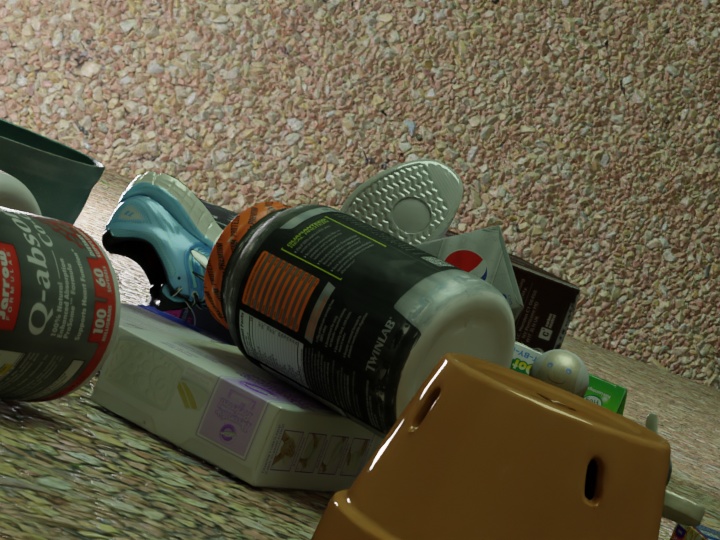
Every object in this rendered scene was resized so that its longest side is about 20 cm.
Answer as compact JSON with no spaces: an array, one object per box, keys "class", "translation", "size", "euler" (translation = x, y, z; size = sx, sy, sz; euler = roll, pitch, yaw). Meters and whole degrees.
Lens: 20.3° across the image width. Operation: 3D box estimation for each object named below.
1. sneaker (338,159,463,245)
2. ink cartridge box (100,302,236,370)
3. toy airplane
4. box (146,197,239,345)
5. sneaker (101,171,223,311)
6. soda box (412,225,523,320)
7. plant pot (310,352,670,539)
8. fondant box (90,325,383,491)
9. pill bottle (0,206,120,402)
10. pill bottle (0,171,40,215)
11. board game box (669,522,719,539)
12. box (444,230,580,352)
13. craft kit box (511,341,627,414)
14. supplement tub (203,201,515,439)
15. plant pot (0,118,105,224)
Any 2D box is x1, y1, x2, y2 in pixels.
[{"class":"sneaker","translation":[-0.001,0.000,1.573],"size":[0.074,0.200,0.118],"euler":[42,-12,10]},{"class":"ink cartridge box","translation":[-0.167,0.057,1.559],"size":[0.119,0.042,0.200],"euler":[23,6,23]},{"class":"toy airplane","translation":[0.134,0.127,1.489],"size":[0.200,0.141,0.199],"euler":[19,4,-28]},{"class":"box","translation":[-0.125,0.013,1.785],"size":[0.106,0.123,0.200],"euler":[22,3,-4]},{"class":"sneaker","translation":[-0.128,0.015,1.631],"size":[0.200,0.090,0.078],"euler":[39,-33,2]},{"class":"soda box","translation":[0.072,0.023,1.485],"size":[0.068,0.064,0.200],"euler":[-14,-10,-3]},{"class":"plant pot","translation":[0.086,0.135,1.124],"size":[0.200,0.140,0.200],"euler":[22,3,-1]},{"class":"fondant box","translation":[-0.069,0.099,1.391],"size":[0.144,0.058,0.200],"euler":[24,5,29]},{"class":"pill bottle","translation":[-0.239,0.015,1.179],"size":[0.116,0.116,0.200],"euler":[23,5,27]},{"class":"pill bottle","translation":[-0.322,-0.040,1.373],"size":[0.200,0.116,0.116],"euler":[24,5,33]},{"class":"board game box","translation":[0.324,0.252,1.500],"size":[0.151,0.046,0.200],"euler":[21,4,-9]},{"class":"box","translation":[0.113,0.051,2.248],"size":[0.164,0.166,0.200],"euler":[19,5,-20]},{"class":"craft kit box","translation":[0.117,0.116,1.663],"size":[0.197,0.049,0.200],"euler":[20,-24,13]},{"class":"supplement tub","translation":[-0.005,0.031,1.349],"size":[0.200,0.123,0.122],"euler":[28,7,38]},{"class":"plant pot","translation":[-0.318,-0.056,1.589],"size":[0.200,0.135,0.200],"euler":[21,3,-1]}]
